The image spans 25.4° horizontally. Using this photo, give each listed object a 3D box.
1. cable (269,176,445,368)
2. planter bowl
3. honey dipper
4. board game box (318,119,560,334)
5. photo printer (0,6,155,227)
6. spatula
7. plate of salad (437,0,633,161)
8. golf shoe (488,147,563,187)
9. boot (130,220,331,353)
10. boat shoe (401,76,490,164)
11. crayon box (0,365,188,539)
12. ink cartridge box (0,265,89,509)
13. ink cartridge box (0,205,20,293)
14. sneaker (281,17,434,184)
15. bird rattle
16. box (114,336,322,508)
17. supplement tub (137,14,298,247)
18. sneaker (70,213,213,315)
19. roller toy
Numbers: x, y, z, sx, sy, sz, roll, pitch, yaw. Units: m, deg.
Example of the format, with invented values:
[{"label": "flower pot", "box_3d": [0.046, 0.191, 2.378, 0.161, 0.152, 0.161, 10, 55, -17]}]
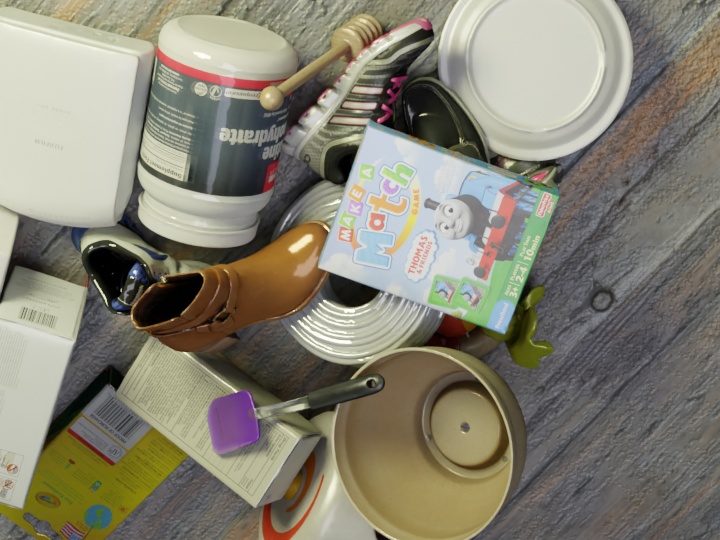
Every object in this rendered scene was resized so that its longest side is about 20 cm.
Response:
[{"label": "cable", "box_3d": [0.000, 0.000, 1.652, 0.199, 0.069, 0.201, -35, 78, 16]}, {"label": "planter bowl", "box_3d": [0.087, 0.170, 1.632, 0.198, 0.134, 0.203, 3, 97, 27]}, {"label": "honey dipper", "box_3d": [-0.038, -0.197, 1.544, 0.038, 0.200, 0.038, 15, 124, 23]}, {"label": "board game box", "box_3d": [0.075, -0.041, 1.561, 0.198, 0.037, 0.153, 19, 107, -3]}, {"label": "photo printer", "box_3d": [-0.298, -0.144, 1.585, 0.165, 0.070, 0.202, 15, 112, 3]}, {"label": "spatula", "box_3d": [-0.067, 0.135, 1.607, 0.198, 0.021, 0.057, -17, 80, 15]}, {"label": "plate of salad", "box_3d": [0.178, -0.213, 1.632, 0.198, 0.048, 0.202, 0, 94, 5]}, {"label": "golf shoe", "box_3d": [0.116, -0.078, 1.688, 0.199, 0.077, 0.089, -34, 88, 10]}, {"label": "boot", "box_3d": [-0.126, 0.008, 1.577, 0.199, 0.155, 0.077, -32, 70, 13]}, {"label": "boat shoe", "box_3d": [0.096, -0.100, 1.611, 0.071, 0.068, 0.202, -21, 94, 17]}, {"label": "crayon box", "box_3d": [-0.297, 0.218, 1.766, 0.200, 0.051, 0.127, -44, 111, 11]}, {"label": "ink cartridge box", "box_3d": [-0.349, 0.110, 1.648, 0.083, 0.176, 0.202, 17, 110, -10]}, {"label": "ink cartridge box", "box_3d": [-0.412, 0.033, 1.620, 0.083, 0.145, 0.202, 15, 111, -14]}, {"label": "sneaker", "box_3d": [0.014, -0.162, 1.585, 0.088, 0.074, 0.200, 47, 109, 4]}, {"label": "bird rattle", "box_3d": [0.103, 0.056, 1.722, 0.198, 0.113, 0.164, -20, 122, 14]}, {"label": "box", "box_3d": [-0.149, 0.152, 1.684, 0.199, 0.078, 0.095, 37, 99, 14]}, {"label": "supplement tub", "box_3d": [-0.145, -0.139, 1.580, 0.139, 0.141, 0.202, 8, 112, -10]}, {"label": "sneaker", "box_3d": [-0.216, 0.020, 1.654, 0.198, 0.115, 0.081, 32, 108, -19]}, {"label": "roller toy", "box_3d": [-0.023, 0.252, 1.738, 0.139, 0.183, 0.201, 26, 110, -22]}]
